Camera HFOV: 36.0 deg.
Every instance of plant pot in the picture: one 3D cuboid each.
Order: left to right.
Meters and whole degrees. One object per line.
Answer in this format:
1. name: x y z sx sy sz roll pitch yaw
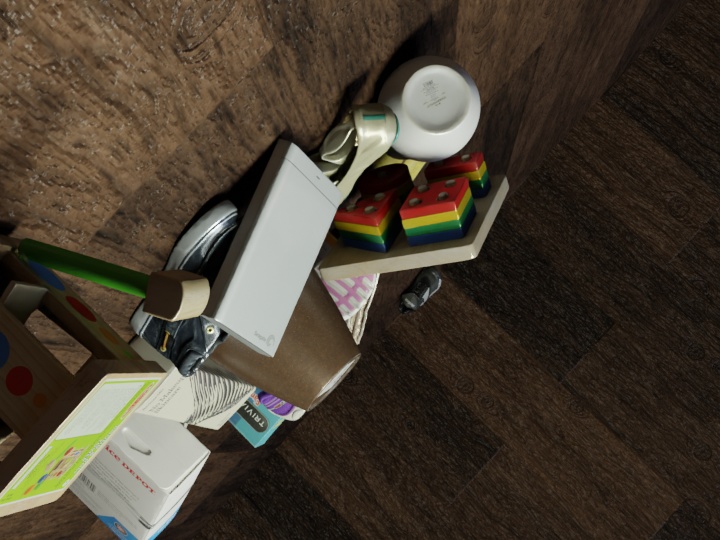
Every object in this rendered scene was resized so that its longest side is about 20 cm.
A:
1. plant pot: -0.100 0.063 1.309 0.187 0.200 0.187 -46 172 -9

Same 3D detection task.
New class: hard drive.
1. hard drive: -0.090 -0.021 1.184 0.202 0.026 0.132 -67 150 -11

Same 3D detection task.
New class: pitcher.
1. pitcher: 0.056 -0.176 1.343 0.171 0.122 0.200 -31 -179 -6

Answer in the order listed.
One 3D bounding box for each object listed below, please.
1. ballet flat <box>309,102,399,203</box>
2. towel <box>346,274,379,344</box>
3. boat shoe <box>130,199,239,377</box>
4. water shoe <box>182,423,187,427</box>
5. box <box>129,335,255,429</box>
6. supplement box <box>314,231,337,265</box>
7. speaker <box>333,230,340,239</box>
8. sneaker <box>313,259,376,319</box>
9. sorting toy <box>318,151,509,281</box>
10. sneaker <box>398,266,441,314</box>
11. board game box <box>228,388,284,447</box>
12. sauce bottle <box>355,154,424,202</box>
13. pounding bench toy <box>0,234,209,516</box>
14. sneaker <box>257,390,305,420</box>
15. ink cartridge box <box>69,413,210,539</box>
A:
1. ballet flat: -0.028 -0.129 1.277 0.069 0.070 0.200 -40 176 -39
2. towel: 0.000 0.000 1.540 0.133 0.034 0.202 -104 -152 -67
3. boat shoe: -0.163 0.021 1.177 0.201 0.091 0.071 -53 170 32
4. water shoe: -0.240 0.144 1.505 0.201 0.071 0.079 -56 -164 34
5. box: -0.213 0.134 1.339 0.082 0.068 0.200 -47 155 7
6. supplement box: -0.111 0.024 1.502 0.200 0.073 0.126 -49 171 -3
7. speaker: -0.039 -0.006 1.707 0.200 0.081 0.081 -42 170 -28
8. sneaker: -0.054 0.050 1.436 0.200 0.080 0.088 -47 176 15
9. sorting toy: 0.061 -0.076 1.351 0.197 0.070 0.200 -9 -155 24
10. sneaker: 0.159 0.063 3.043 0.090 0.066 0.200 -44 173 -36
11. board game box: -0.135 0.129 1.601 0.200 0.151 0.047 -49 170 8
12. sauce bottle: 0.048 -0.145 1.571 0.065 0.065 0.200 -38 169 -47
13. pounding bench toy: -0.218 0.035 0.747 0.200 0.156 0.124 -48 171 3
14. sneaker: -0.082 0.107 1.514 0.081 0.083 0.202 -124 -122 -78
15. ink cartridge box: -0.287 0.247 1.394 0.086 0.146 0.200 -41 170 -41
